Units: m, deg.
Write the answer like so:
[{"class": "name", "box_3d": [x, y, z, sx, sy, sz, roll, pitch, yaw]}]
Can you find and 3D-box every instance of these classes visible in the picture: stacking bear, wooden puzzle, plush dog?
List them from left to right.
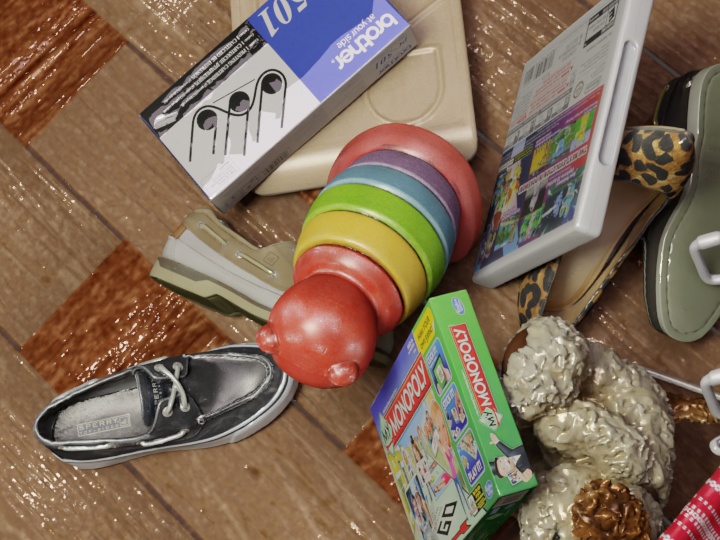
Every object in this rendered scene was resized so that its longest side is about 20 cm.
[{"class": "wooden puzzle", "box_3d": [-0.007, -0.165, 1.251, 0.184, 0.046, 0.201, -9, 76, 10]}, {"class": "stacking bear", "box_3d": [0.000, 0.000, 1.107, 0.121, 0.114, 0.200, 27, 51, 4]}, {"class": "plush dog", "box_3d": [0.153, 0.149, 1.032, 0.159, 0.200, 0.173, 10, 57, -1]}]

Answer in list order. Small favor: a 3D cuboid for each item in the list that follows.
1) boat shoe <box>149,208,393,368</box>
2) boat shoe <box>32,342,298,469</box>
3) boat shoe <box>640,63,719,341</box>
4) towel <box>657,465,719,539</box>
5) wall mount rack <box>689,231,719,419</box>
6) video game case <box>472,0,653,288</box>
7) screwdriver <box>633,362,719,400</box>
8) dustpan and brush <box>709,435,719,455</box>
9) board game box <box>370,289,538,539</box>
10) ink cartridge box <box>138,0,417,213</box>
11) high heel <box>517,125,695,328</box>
[{"class": "boat shoe", "box_3d": [-0.060, 0.011, 1.188, 0.199, 0.075, 0.069, 22, 79, 15]}, {"class": "boat shoe", "box_3d": [-0.146, 0.096, 1.182, 0.199, 0.068, 0.072, -14, 70, 7]}, {"class": "boat shoe", "box_3d": [0.237, -0.047, 1.152, 0.071, 0.060, 0.202, 16, 81, -28]}, {"class": "towel", "box_3d": [0.228, 0.192, 0.978, 0.200, 0.145, 0.022, -48, 36, -11]}, {"class": "wall mount rack", "box_3d": [0.308, 0.025, 1.041, 0.173, 0.075, 0.201, -11, 49, 19]}, {"class": "video game case", "box_3d": [0.140, -0.091, 1.119, 0.023, 0.200, 0.183, 18, 76, -12]}, {"class": "screwdriver", "box_3d": [0.278, 0.101, 1.109, 0.199, 0.028, 0.029, 16, 48, 13]}, {"class": "dustpan and brush", "box_3d": [0.330, 0.089, 1.074, 0.199, 0.057, 0.140, -9, 54, -19]}, {"class": "board game box", "box_3d": [0.058, 0.115, 1.065, 0.029, 0.200, 0.135, -13, 68, -17]}, {"class": "ink cartridge box", "box_3d": [-0.063, -0.146, 1.211, 0.200, 0.044, 0.094, -41, 74, 0]}, {"class": "high heel", "box_3d": [0.170, -0.016, 1.093, 0.071, 0.200, 0.143, 19, 73, -12]}]
